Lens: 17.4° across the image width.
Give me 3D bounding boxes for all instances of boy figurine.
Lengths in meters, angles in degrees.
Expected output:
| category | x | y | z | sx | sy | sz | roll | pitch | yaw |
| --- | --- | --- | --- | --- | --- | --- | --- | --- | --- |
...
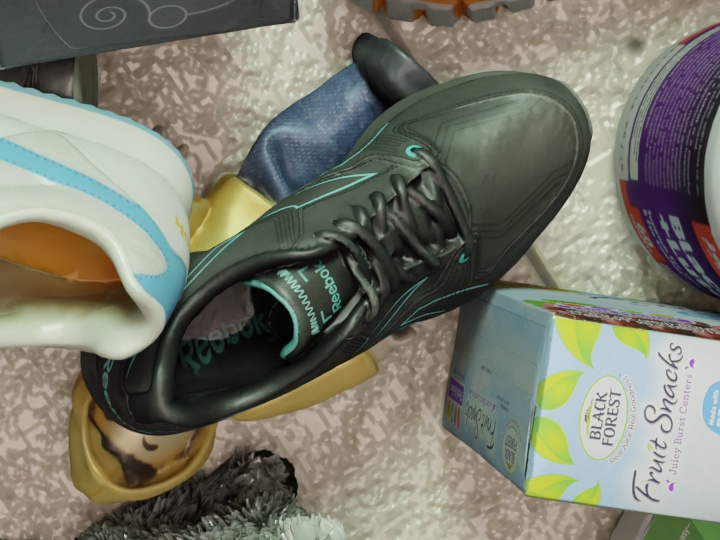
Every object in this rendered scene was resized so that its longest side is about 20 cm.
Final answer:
| category | x | y | z | sx | sy | sz | roll | pitch | yaw |
| --- | --- | --- | --- | --- | --- | --- | --- | --- | --- |
| boy figurine | -0.043 | 0.002 | 0.870 | 0.200 | 0.064 | 0.124 | -46 | 102 | -4 |

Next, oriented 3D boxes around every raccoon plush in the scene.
| category | x | y | z | sx | sy | sz | roll | pitch | yaw |
| --- | --- | --- | --- | --- | --- | --- | --- | --- | --- |
| raccoon plush | -0.075 | 0.139 | 0.843 | 0.200 | 0.134 | 0.097 | -22 | 100 | -5 |

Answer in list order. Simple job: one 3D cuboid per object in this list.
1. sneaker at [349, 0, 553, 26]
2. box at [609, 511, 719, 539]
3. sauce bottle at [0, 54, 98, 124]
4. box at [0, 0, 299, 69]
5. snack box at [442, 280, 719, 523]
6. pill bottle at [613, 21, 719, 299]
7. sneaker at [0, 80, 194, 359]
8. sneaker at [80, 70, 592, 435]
| category | x | y | z | sx | sy | sz | roll | pitch | yaw |
| --- | --- | --- | --- | --- | --- | --- | --- | --- | --- |
| sneaker | 0.077 | -0.146 | 0.869 | 0.200 | 0.078 | 0.077 | -17 | 85 | -9 |
| box | 0.158 | 0.193 | 0.905 | 0.200 | 0.036 | 0.144 | 37 | 66 | -11 |
| sauce bottle | -0.191 | -0.064 | 0.808 | 0.200 | 0.065 | 0.065 | 2 | 96 | 3 |
| box | -0.087 | -0.185 | 0.768 | 0.106 | 0.122 | 0.200 | -9 | 61 | -6 |
| snack box | 0.142 | 0.051 | 0.845 | 0.200 | 0.169 | 0.068 | 9 | 93 | -7 |
| pill bottle | 0.164 | -0.035 | 0.822 | 0.111 | 0.200 | 0.112 | -1 | 95 | -7 |
| sneaker | -0.151 | -0.023 | 0.747 | 0.200 | 0.081 | 0.077 | 10 | 124 | -9 |
| sneaker | 0.000 | 0.000 | 0.806 | 0.200 | 0.079 | 0.075 | -34 | 101 | -7 |
